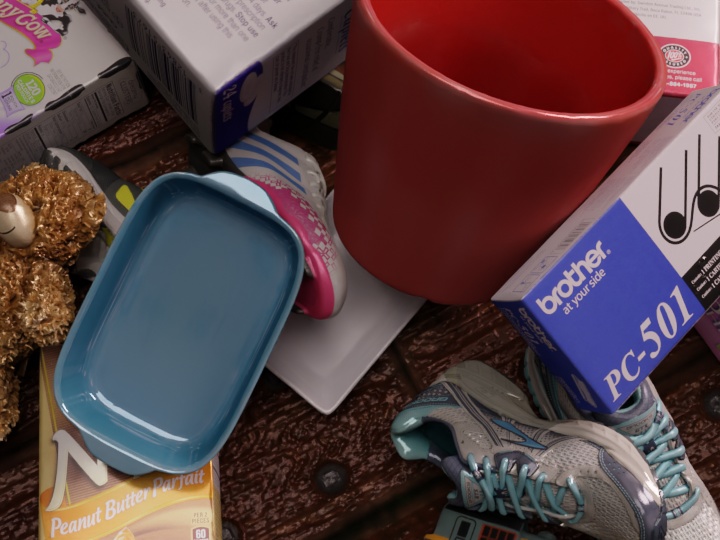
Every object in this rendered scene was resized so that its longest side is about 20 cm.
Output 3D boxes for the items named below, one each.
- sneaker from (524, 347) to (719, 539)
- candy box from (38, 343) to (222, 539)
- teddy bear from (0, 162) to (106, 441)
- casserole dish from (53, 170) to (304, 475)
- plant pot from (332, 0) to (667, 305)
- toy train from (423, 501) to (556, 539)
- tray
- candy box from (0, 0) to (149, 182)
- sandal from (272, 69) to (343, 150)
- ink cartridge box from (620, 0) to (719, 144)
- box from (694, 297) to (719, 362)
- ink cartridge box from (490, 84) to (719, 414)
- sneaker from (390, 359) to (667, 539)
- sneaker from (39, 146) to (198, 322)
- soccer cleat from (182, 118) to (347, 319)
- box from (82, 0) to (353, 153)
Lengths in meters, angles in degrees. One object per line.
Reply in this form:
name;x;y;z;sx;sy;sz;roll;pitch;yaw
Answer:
sneaker;0.172;0.116;0.829;0.077;0.086;0.201;-29;73;-11
candy box;-0.152;0.147;0.847;0.115;0.055;0.201;-4;70;-2
teddy bear;-0.242;0.023;0.849;0.201;0.067;0.145;-56;37;18
casserole dish;-0.112;0.033;0.811;0.121;0.039;0.201;26;93;4
plant pot;0.070;-0.088;0.822;0.199;0.178;0.201;12;41;-11
toy train;0.116;0.219;0.792;0.199;0.085;0.114;13;63;20
tray;0.000;0.000;0.919;0.107;0.022;0.200;37;74;15
candy box;-0.288;-0.152;0.955;0.199;0.072;0.168;-33;71;-11
sandal;-0.067;-0.163;0.963;0.201;0.080;0.057;36;54;8
ink cartridge box;0.192;-0.205;0.961;0.144;0.083;0.201;6;69;4
box;0.333;-0.004;0.876;0.199;0.097;0.176;-30;72;-11
ink cartridge box;0.182;-0.015;0.785;0.200;0.044;0.094;-45;104;-15
sneaker;0.100;0.131;0.800;0.086;0.078;0.200;-25;33;-34
sneaker;-0.160;-0.023;0.913;0.084;0.075;0.200;-13;46;-46
soccer cleat;-0.049;-0.048;0.890;0.086;0.070;0.200;-17;48;-30
box;-0.079;-0.218;0.878;0.200;0.105;0.184;-38;78;-16
